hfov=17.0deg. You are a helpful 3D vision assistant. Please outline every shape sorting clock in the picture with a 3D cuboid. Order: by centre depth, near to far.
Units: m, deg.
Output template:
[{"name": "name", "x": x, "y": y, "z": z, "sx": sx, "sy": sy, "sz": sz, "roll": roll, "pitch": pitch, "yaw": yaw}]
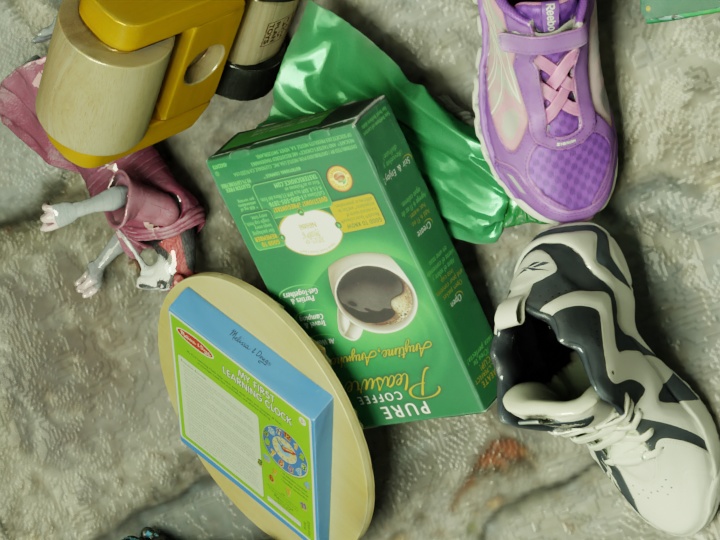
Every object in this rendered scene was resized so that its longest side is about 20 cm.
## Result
[{"name": "shape sorting clock", "x": -0.060, "y": 0.091, "z": 1.529, "sx": 0.200, "sy": 0.039, "sz": 0.200, "roll": 37, "pitch": 145, "yaw": 31}]

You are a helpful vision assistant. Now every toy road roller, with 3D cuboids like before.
[{"name": "toy road roller", "x": -0.133, "y": -0.170, "z": 1.470, "sx": 0.146, "sy": 0.200, "sz": 0.123, "roll": 44, "pitch": 139, "yaw": 19}]

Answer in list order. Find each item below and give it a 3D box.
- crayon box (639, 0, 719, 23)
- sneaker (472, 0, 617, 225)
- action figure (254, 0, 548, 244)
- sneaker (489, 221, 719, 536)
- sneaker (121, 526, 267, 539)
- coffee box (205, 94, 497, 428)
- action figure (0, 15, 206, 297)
[{"name": "crayon box", "x": 0.203, "y": -0.243, "z": 1.309, "sx": 0.119, "sy": 0.058, "sz": 0.200, "roll": -6, "pitch": 94, "yaw": 35}, {"name": "sneaker", "x": 0.104, "y": -0.124, "z": 1.367, "sx": 0.080, "sy": 0.088, "sz": 0.200, "roll": -10, "pitch": 94, "yaw": -6}, {"name": "action figure", "x": 0.035, "y": -0.072, "z": 1.458, "sx": 0.200, "sy": 0.055, "sz": 0.118, "roll": 28, "pitch": 111, "yaw": 25}, {"name": "sneaker", "x": 0.130, "y": 0.083, "z": 1.354, "sx": 0.079, "sy": 0.130, "sz": 0.199, "roll": -11, "pitch": 108, "yaw": 33}, {"name": "sneaker", "x": -0.132, "y": 0.210, "z": 1.610, "sx": 0.200, "sy": 0.073, "sz": 0.082, "roll": -25, "pitch": 82, "yaw": 34}, {"name": "coffee box", "x": 0.000, "y": 0.000, "z": 1.459, "sx": 0.123, "sy": 0.044, "sz": 0.200, "roll": -12, "pitch": 111, "yaw": 38}, {"name": "action figure", "x": -0.153, "y": -0.067, "z": 1.584, "sx": 0.149, "sy": 0.134, "sz": 0.200, "roll": -38, "pitch": 88, "yaw": -10}]
